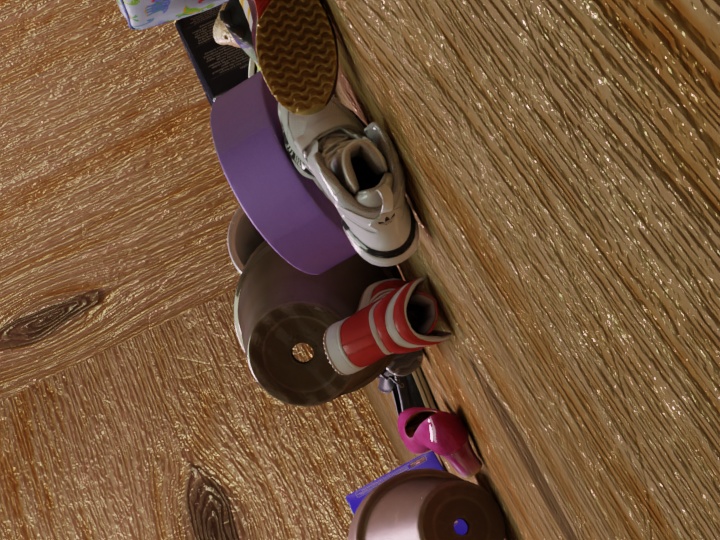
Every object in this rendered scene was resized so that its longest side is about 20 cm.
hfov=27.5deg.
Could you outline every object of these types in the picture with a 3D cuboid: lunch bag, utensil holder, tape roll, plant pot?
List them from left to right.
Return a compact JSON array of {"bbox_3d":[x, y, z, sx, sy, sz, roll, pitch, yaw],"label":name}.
[{"bbox_3d":[-0.197,-0.340,1.593,0.200,0.160,0.083,102,147,-80],"label":"lunch bag"},{"bbox_3d":[-0.104,-0.017,2.280,0.170,0.169,0.200,63,177,22],"label":"utensil holder"},{"bbox_3d":[-0.061,-0.099,1.436,0.200,0.065,0.200,49,-157,-30],"label":"tape roll"},{"bbox_3d":[-0.052,0.064,1.594,0.174,0.199,0.201,-71,-42,-72],"label":"plant pot"},{"bbox_3d":[0.102,0.335,1.834,0.201,0.200,0.175,64,157,10],"label":"plant pot"}]

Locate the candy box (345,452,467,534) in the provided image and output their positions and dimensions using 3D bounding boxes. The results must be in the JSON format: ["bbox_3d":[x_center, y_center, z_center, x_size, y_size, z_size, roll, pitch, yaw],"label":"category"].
[{"bbox_3d":[0.090,0.414,2.369,0.077,0.169,0.200,63,178,-42],"label":"candy box"}]

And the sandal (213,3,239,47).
[{"bbox_3d":[-0.152,-0.306,1.832,0.212,0.069,0.078,-120,6,-52],"label":"sandal"}]

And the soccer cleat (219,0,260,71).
[{"bbox_3d":[-0.082,-0.227,1.604,0.084,0.065,0.200,16,-144,-54],"label":"soccer cleat"}]

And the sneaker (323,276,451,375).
[{"bbox_3d":[0.048,0.042,1.493,0.071,0.112,0.200,63,-154,-7],"label":"sneaker"}]

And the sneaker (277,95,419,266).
[{"bbox_3d":[-0.014,-0.106,1.275,0.200,0.075,0.115,58,172,24],"label":"sneaker"}]

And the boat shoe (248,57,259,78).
[{"bbox_3d":[-0.087,-0.193,1.750,0.060,0.072,0.202,16,134,26],"label":"boat shoe"}]

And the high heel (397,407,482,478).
[{"bbox_3d":[0.077,0.184,1.796,0.096,0.067,0.200,56,175,-23],"label":"high heel"}]

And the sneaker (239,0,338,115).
[{"bbox_3d":[-0.069,-0.234,1.270,0.090,0.075,0.201,-96,-12,-78],"label":"sneaker"}]

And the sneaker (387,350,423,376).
[{"bbox_3d":[0.007,0.041,1.838,0.201,0.075,0.082,64,174,-5],"label":"sneaker"}]

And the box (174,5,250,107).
[{"bbox_3d":[-0.155,-0.250,1.967,0.200,0.104,0.148,60,174,43],"label":"box"}]

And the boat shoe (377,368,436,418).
[{"bbox_3d":[0.049,0.141,2.010,0.075,0.062,0.201,-125,11,-77],"label":"boat shoe"}]
